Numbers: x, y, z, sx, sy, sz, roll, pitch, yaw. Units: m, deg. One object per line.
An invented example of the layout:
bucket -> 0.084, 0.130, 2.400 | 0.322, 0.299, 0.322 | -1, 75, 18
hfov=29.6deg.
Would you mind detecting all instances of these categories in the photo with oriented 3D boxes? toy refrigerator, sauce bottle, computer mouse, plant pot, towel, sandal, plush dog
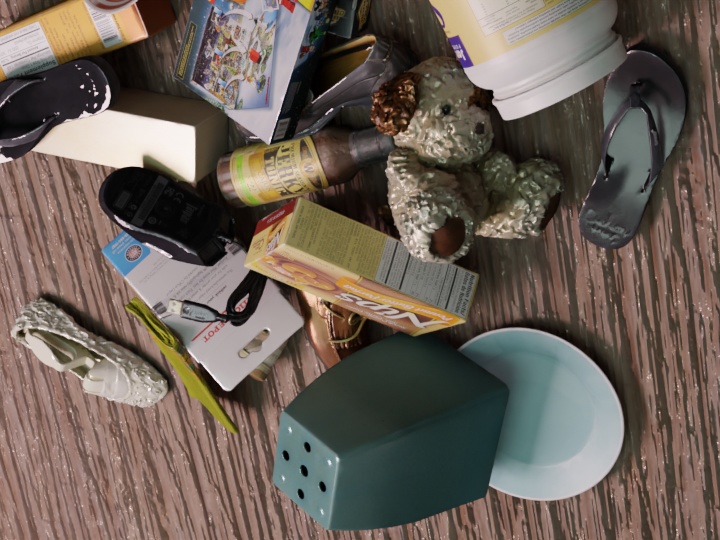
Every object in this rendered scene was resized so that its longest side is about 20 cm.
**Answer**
toy refrigerator -> -0.245, -0.147, 1.430 | 0.200, 0.076, 0.070 | 12, 117, 17
sauce bottle -> -0.049, -0.112, 1.368 | 0.200, 0.065, 0.065 | -14, 107, 27
computer mouse -> -0.179, -0.016, 1.364 | 0.200, 0.141, 0.046 | 21, 150, -2
plant pot -> 0.020, 0.167, 1.357 | 0.141, 0.200, 0.142 | 34, 127, 38
towel -> -0.191, 0.108, 1.473 | 0.086, 0.018, 0.200 | 42, 166, 35
sandal -> 0.250, -0.107, 1.253 | 0.076, 0.043, 0.201 | 16, 118, 16
plush dog -> 0.078, -0.113, 1.268 | 0.160, 0.200, 0.172 | 16, 113, 46
sandal -> -0.336, -0.165, 1.382 | 0.200, 0.043, 0.076 | -22, 103, 29

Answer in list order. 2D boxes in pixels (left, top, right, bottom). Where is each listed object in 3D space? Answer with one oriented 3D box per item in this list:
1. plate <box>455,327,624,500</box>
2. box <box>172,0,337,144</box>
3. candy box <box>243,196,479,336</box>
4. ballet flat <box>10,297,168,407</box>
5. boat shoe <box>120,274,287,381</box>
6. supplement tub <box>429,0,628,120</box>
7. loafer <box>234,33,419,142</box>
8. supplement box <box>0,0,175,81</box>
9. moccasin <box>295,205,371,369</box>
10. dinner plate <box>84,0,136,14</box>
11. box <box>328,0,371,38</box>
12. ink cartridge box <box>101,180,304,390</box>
plate -> 0.176, 0.146, 1.410 | 0.200, 0.026, 0.201 | 9, 115, 20
box -> -0.094, -0.238, 1.270 | 0.137, 0.038, 0.200 | 37, 124, 25
candy box -> 0.000, 0.000, 1.326 | 0.200, 0.055, 0.115 | 22, 163, -19
ballet flat -> -0.321, 0.108, 1.583 | 0.200, 0.072, 0.072 | 31, 121, 7
boat shoe -> -0.171, 0.043, 1.495 | 0.200, 0.072, 0.065 | 33, 85, 12
supplement tub -> 0.134, -0.247, 1.181 | 0.145, 0.145, 0.200 | -22, 102, 30
loafer -> -0.045, -0.183, 1.318 | 0.200, 0.072, 0.073 | -20, 60, 23
supplement box -> -0.294, -0.249, 1.411 | 0.200, 0.067, 0.069 | -12, 109, 28
moccasin -> -0.019, 0.029, 1.418 | 0.078, 0.074, 0.202 | -10, 98, 35
dinner plate -> -0.214, -0.341, 1.305 | 0.200, 0.024, 0.201 | -14, 71, 47
box -> -0.080, -0.324, 1.296 | 0.200, 0.046, 0.159 | 17, 118, 15
ink cartridge box -> -0.159, 0.018, 1.429 | 0.116, 0.068, 0.200 | -42, 83, 0
